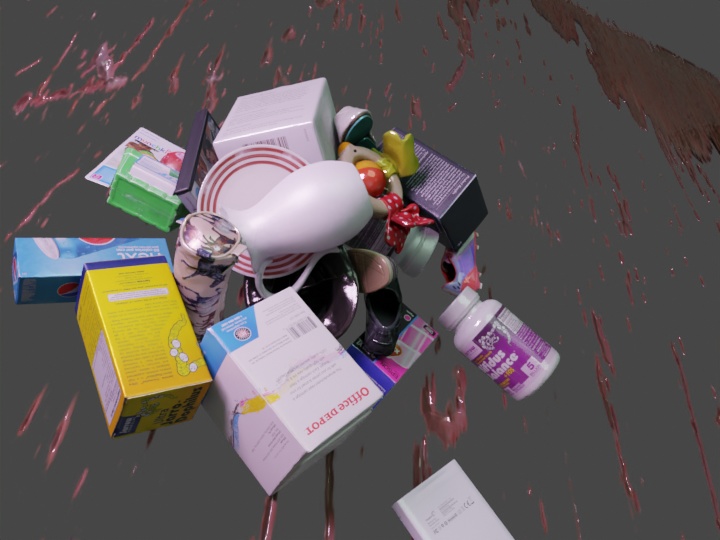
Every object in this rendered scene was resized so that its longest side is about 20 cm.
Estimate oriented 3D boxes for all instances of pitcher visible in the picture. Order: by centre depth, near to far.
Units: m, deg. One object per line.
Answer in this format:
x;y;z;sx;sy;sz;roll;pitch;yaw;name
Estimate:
-0.080;-0.056;0.950;0.200;0.172;0.121;-24;28;-5;pitcher

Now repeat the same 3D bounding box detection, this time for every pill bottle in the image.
0.235;0.122;1.145;0.200;0.112;0.112;41;43;8;pill bottle
0.034;-0.076;1.197;0.200;0.116;0.116;29;43;-5;pill bottle

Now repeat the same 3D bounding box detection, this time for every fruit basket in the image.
-0.315;-0.158;1.077;0.185;0.094;0.200;28;40;-7;fruit basket

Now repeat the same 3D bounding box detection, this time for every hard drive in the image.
0.150;0.380;0.923;0.132;0.027;0.200;-20;64;-42;hard drive

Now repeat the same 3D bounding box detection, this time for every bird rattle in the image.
0.026;-0.132;1.091;0.163;0.113;0.200;16;62;-32;bird rattle

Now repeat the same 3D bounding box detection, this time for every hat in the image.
-0.088;0.035;1.041;0.200;0.081;0.201;-2;76;10;hat

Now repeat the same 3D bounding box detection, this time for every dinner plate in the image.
-0.143;-0.088;0.992;0.200;0.024;0.201;0;91;-17;dinner plate

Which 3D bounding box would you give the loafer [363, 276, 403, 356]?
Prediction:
0.040;0.052;1.074;0.068;0.070;0.201;11;37;-4;loafer

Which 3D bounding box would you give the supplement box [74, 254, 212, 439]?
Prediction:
-0.285;0.094;0.853;0.109;0.109;0.200;-7;57;-36;supplement box

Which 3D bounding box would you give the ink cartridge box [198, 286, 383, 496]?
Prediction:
-0.105;0.159;0.878;0.147;0.145;0.200;-27;69;-43;ink cartridge box

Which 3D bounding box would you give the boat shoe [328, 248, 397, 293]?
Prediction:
0.000;0.000;1.060;0.065;0.200;0.072;-13;91;-35;boat shoe

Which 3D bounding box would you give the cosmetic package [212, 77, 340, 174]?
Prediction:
-0.123;-0.198;1.108;0.167;0.167;0.200;-10;34;11;cosmetic package

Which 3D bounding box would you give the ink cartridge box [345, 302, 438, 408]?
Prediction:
0.042;0.131;1.078;0.095;0.037;0.200;41;45;8;ink cartridge box

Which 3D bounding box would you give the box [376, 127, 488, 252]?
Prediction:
0.122;-0.151;1.240;0.200;0.148;0.107;38;84;28;box

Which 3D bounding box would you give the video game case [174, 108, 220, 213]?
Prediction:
-0.226;-0.131;1.069;0.181;0.025;0.200;60;22;-44;video game case

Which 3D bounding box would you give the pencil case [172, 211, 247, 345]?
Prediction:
-0.214;0.019;0.905;0.089;0.200;0.078;38;45;17;pencil case

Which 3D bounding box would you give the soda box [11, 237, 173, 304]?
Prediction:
-0.371;-0.001;0.920;0.200;0.064;0.068;-1;53;-33;soda box

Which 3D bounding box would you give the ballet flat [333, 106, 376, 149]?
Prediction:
-0.015;-0.242;1.131;0.069;0.069;0.200;43;0;10;ballet flat

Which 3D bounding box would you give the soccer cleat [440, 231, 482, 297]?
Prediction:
0.189;-0.031;1.295;0.076;0.067;0.200;13;49;-16;soccer cleat
